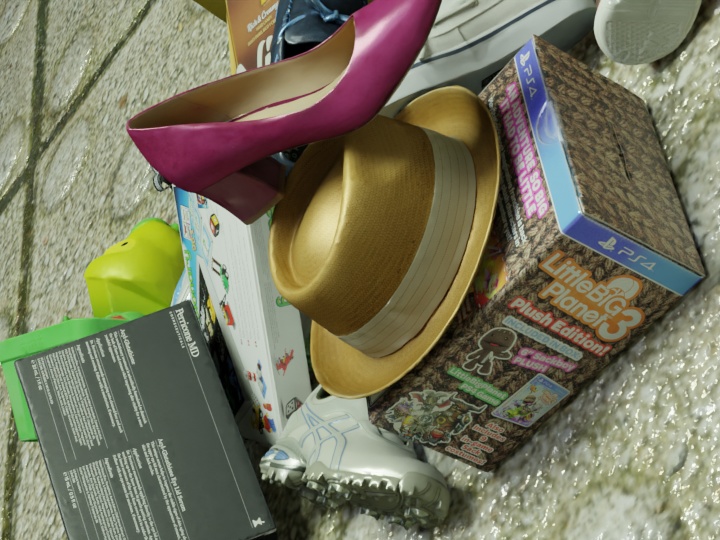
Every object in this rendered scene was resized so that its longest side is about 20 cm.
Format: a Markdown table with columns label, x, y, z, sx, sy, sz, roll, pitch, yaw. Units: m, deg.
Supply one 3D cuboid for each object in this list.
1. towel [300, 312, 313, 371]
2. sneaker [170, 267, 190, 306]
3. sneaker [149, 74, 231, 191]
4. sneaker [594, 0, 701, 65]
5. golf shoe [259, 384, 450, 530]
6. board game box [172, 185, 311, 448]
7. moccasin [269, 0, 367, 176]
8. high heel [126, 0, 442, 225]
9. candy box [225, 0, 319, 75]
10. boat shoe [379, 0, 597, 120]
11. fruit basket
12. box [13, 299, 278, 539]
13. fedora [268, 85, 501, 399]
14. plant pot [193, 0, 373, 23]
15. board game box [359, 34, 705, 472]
| label | x | y | z | sx | sy | sz | roll | pitch | yaw |
| --- | --- | --- | --- | --- | --- | --- | --- | --- | --- |
| towel | 0.000 | 0.000 | 1.246 | 0.199 | 0.030 | 0.151 | -9 | 62 | 57 |
| sneaker | -0.131 | 0.060 | 1.379 | 0.072 | 0.072 | 0.202 | -16 | 51 | 48 |
| sneaker | -0.127 | -0.139 | 1.481 | 0.075 | 0.113 | 0.202 | -28 | 45 | 48 |
| sneaker | 0.202 | -0.225 | 1.029 | 0.201 | 0.077 | 0.082 | -52 | 25 | 23 |
| golf shoe | 0.002 | 0.112 | 1.115 | 0.199 | 0.078 | 0.098 | 4 | 67 | 59 |
| board game box | -0.088 | 0.028 | 1.266 | 0.126 | 0.034 | 0.203 | 6 | 106 | 60 |
| moccasin | -0.024 | -0.148 | 1.182 | 0.068 | 0.079 | 0.203 | 143 | 137 | -70 |
| high heel | -0.044 | -0.112 | 0.961 | 0.200 | 0.096 | 0.068 | -46 | 27 | 22 |
| candy box | -0.045 | -0.127 | 1.275 | 0.116 | 0.056 | 0.203 | -19 | 72 | 51 |
| boat shoe | 0.054 | -0.156 | 1.110 | 0.201 | 0.075 | 0.087 | -30 | 71 | -10 |
| fruit basket | -0.221 | 0.047 | 1.486 | 0.215 | 0.154 | 0.219 | -11 | 77 | 56 |
| box | -0.153 | 0.140 | 1.216 | 0.079 | 0.140 | 0.201 | 81 | 167 | -58 |
| fedora | 0.002 | -0.028 | 1.001 | 0.200 | 0.081 | 0.202 | -39 | 38 | 39 |
| plant pot | -0.024 | -0.305 | 1.364 | 0.199 | 0.193 | 0.198 | -12 | 57 | 46 |
| board game box | 0.091 | -0.008 | 1.024 | 0.200 | 0.096 | 0.161 | -46 | 34 | 32 |
